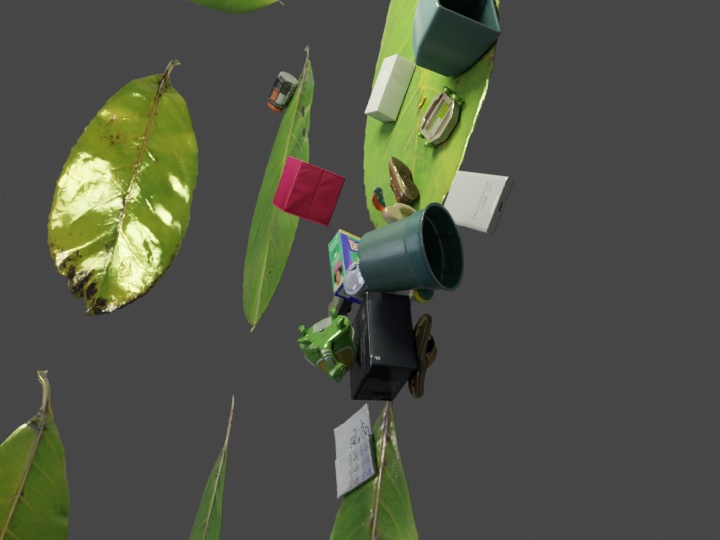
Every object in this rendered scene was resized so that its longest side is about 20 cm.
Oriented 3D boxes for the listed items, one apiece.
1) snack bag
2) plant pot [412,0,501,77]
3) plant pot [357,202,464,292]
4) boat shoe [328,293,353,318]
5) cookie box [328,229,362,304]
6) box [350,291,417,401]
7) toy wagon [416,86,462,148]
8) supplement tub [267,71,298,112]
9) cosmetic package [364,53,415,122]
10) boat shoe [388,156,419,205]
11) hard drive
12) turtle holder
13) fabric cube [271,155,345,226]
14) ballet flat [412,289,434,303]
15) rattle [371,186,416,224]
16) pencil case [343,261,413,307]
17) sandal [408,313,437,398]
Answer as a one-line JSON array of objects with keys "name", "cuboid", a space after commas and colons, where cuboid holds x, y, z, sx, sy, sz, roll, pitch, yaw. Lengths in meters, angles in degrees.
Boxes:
[{"name": "snack bag", "cuboid": [-0.020, 0.478, 1.441, 0.189, 0.021, 0.202, -48, 35, 39]}, {"name": "plant pot", "cuboid": [0.241, -0.661, 1.492, 0.200, 0.194, 0.198, 126, 150, -49]}, {"name": "plant pot", "cuboid": [0.110, -0.037, 1.256, 0.194, 0.200, 0.202, -11, 61, 35]}, {"name": "boat shoe", "cuboid": [-0.061, 0.116, 1.706, 0.201, 0.062, 0.075, 116, 152, -49]}, {"name": "cookie box", "cuboid": [0.000, 0.000, 1.540, 0.075, 0.170, 0.201, -48, 35, 32]}, {"name": "box", "cuboid": [0.048, 0.191, 1.331, 0.201, 0.116, 0.198, 112, 160, -52]}, {"name": "toy wagon", "cuboid": [0.219, -0.448, 1.551, 0.156, 0.039, 0.201, -58, 29, 25]}, {"name": "supplement tub", "cuboid": [-0.450, -1.018, 3.089, 0.201, 0.121, 0.123, -54, 32, 31]}, {"name": "cosmetic package", "cuboid": [0.099, -0.615, 1.834, 0.107, 0.084, 0.202, 28, 99, 64]}, {"name": "boat shoe", "cuboid": [0.113, -0.264, 1.600, 0.068, 0.071, 0.201, -50, 36, 32]}, {"name": "hard drive", "cuboid": [0.271, -0.165, 1.287, 0.200, 0.026, 0.133, 30, 100, 62]}, {"name": "turtle holder", "cuboid": [-0.063, 0.185, 1.302, 0.140, 0.133, 0.185, -35, 19, -25]}, {"name": "fabric cube", "cuboid": [-0.203, -0.308, 2.091, 0.196, 0.198, 0.201, 33, 105, 62]}, {"name": "ballet flat", "cuboid": [0.160, -0.014, 1.368, 0.067, 0.066, 0.202, 140, 141, -67]}, {"name": "rattle", "cuboid": [0.078, -0.116, 1.430, 0.143, 0.198, 0.132, -38, 42, 48]}, {"name": "pencil case", "cuboid": [0.048, 0.048, 1.387, 0.083, 0.199, 0.091, -45, 41, 25]}, {"name": "sandal", "cuboid": [0.151, 0.200, 1.264, 0.080, 0.053, 0.203, -156, 70, -76]}]
